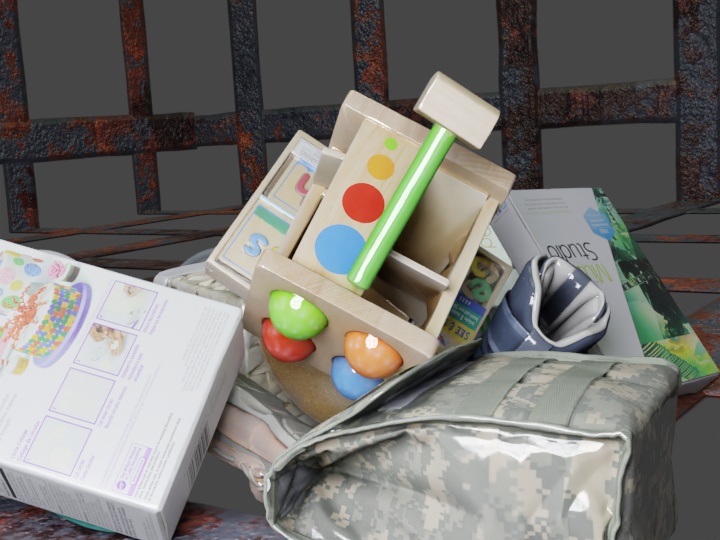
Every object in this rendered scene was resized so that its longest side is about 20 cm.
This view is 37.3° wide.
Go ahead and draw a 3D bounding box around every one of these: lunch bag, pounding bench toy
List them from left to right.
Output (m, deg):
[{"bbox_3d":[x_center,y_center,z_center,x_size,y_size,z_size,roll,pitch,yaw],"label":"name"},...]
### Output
[{"bbox_3d":[0.011,-0.016,0.681,0.123,0.157,0.200,27,-24,0],"label":"pounding bench toy"},{"bbox_3d":[0.063,0.104,0.580,0.197,0.120,0.164,2,6,26],"label":"lunch bag"}]

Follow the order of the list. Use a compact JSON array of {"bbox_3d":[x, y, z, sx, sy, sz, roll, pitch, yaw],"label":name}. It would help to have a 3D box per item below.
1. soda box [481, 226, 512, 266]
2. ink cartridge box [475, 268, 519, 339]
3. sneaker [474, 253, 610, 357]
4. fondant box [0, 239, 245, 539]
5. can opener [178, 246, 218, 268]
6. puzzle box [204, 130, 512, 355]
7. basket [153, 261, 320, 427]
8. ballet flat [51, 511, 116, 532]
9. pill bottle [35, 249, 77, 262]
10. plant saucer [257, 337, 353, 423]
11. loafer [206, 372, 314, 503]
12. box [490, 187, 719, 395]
[{"bbox_3d":[0.123,-0.003,1.112,0.067,0.064,0.202,-3,51,2],"label":"soda box"},{"bbox_3d":[0.093,0.052,0.976,0.197,0.110,0.051,-1,47,20],"label":"ink cartridge box"},{"bbox_3d":[0.130,0.052,0.806,0.076,0.147,0.202,34,20,5],"label":"sneaker"},{"bbox_3d":[-0.188,0.071,0.677,0.197,0.146,0.059,16,-34,7],"label":"fondant box"},{"bbox_3d":[-0.186,0.055,0.977,0.199,0.067,0.053,-37,-4,2],"label":"can opener"},{"bbox_3d":[0.000,0.000,0.796,0.198,0.134,0.025,32,-22,2],"label":"puzzle box"},{"bbox_3d":[-0.061,0.059,0.914,0.198,0.138,0.122,-12,14,-42],"label":"basket"},{"bbox_3d":[-0.202,0.130,0.725,0.198,0.064,0.068,3,9,38],"label":"ballet flat"},{"bbox_3d":[-0.309,0.057,1.001,0.111,0.114,0.200,-7,-10,-24],"label":"pill bottle"},{"bbox_3d":[0.007,0.027,0.852,0.198,0.203,0.035,-9,-4,-37],"label":"plant saucer"},{"bbox_3d":[-0.058,0.127,0.723,0.071,0.064,0.199,25,2,-44],"label":"loafer"},{"bbox_3d":[0.204,0.019,0.897,0.143,0.202,0.036,-6,-29,-43],"label":"box"}]
